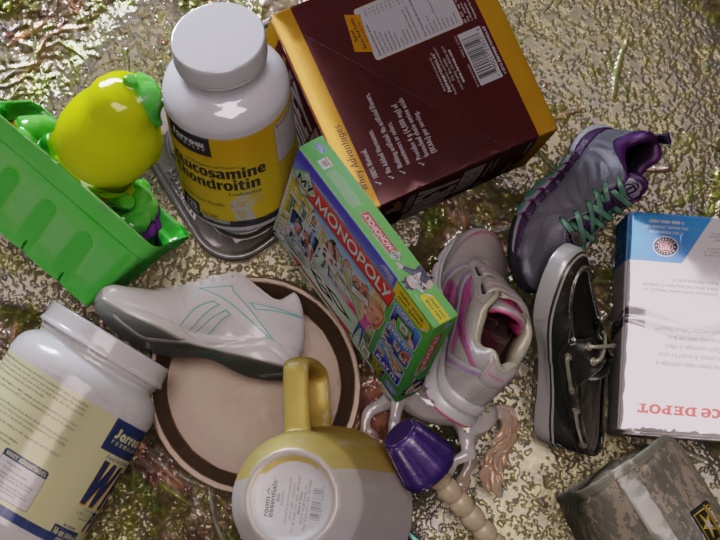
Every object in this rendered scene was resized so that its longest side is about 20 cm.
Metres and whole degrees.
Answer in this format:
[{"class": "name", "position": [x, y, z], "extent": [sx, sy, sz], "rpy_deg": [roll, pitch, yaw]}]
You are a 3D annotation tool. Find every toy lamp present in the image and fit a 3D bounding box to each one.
[{"class": "toy lamp", "position": [0.093, 0.211, 1.629], "extent": [0.058, 0.058, 0.200], "rpy_deg": [-45, 113, -7]}]

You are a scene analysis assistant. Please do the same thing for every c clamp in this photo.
[{"class": "c clamp", "position": [-0.114, -0.118, 1.721], "extent": [0.170, 0.027, 0.201], "rpy_deg": [-26, 84, -5]}]

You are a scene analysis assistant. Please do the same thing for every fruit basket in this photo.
[{"class": "fruit basket", "position": [-0.237, -0.097, 1.645], "extent": [0.213, 0.155, 0.218], "rpy_deg": [1, 96, 9]}]

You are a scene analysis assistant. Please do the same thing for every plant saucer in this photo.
[{"class": "plant saucer", "position": [-0.098, 0.107, 1.692], "extent": [0.198, 0.029, 0.202], "rpy_deg": [0, 82, -1]}]

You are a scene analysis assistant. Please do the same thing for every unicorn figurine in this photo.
[{"class": "unicorn figurine", "position": [0.056, 0.120, 1.680], "extent": [0.199, 0.074, 0.138], "rpy_deg": [27, 82, -14]}]

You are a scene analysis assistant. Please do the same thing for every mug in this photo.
[{"class": "mug", "position": [-0.052, 0.187, 1.581], "extent": [0.149, 0.153, 0.187], "rpy_deg": [-37, 74, 4]}]

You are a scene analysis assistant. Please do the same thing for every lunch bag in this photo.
[{"class": "lunch bag", "position": [0.262, 0.238, 1.600], "extent": [0.117, 0.200, 0.165], "rpy_deg": [-29, 83, -5]}]

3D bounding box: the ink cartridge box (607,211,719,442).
[{"class": "ink cartridge box", "position": [0.305, 0.055, 1.682], "extent": [0.145, 0.086, 0.202], "rpy_deg": [4, 84, -1]}]

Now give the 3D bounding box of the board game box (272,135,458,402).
[{"class": "board game box", "position": [0.000, 0.000, 1.582], "extent": [0.029, 0.135, 0.201], "rpy_deg": [-27, 69, -26]}]

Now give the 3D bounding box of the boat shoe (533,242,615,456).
[{"class": "boat shoe", "position": [0.197, 0.072, 1.637], "extent": [0.063, 0.071, 0.202], "rpy_deg": [19, 125, 35]}]

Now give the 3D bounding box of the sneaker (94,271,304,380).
[{"class": "sneaker", "position": [-0.142, 0.039, 1.645], "extent": [0.199, 0.070, 0.081], "rpy_deg": [16, 70, -20]}]

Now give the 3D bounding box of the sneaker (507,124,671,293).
[{"class": "sneaker", "position": [0.206, -0.062, 1.657], "extent": [0.075, 0.087, 0.201], "rpy_deg": [52, 55, -30]}]

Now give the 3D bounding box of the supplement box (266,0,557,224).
[{"class": "supplement box", "position": [0.038, -0.160, 1.667], "extent": [0.199, 0.133, 0.199], "rpy_deg": [-24, 84, -11]}]

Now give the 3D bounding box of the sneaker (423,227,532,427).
[{"class": "sneaker", "position": [0.116, 0.040, 1.646], "extent": [0.081, 0.088, 0.201], "rpy_deg": [28, 47, -29]}]

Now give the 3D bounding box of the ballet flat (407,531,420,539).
[{"class": "ballet flat", "position": [0.090, 0.308, 1.652], "extent": [0.199, 0.073, 0.073], "rpy_deg": [34, 83, 8]}]

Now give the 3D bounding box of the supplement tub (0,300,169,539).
[{"class": "supplement tub", "position": [-0.271, 0.143, 1.620], "extent": [0.144, 0.145, 0.201], "rpy_deg": [30, 85, 2]}]

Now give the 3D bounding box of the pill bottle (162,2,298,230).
[{"class": "pill bottle", "position": [-0.113, -0.135, 1.603], "extent": [0.111, 0.201, 0.113], "rpy_deg": [-2, 54, 3]}]
